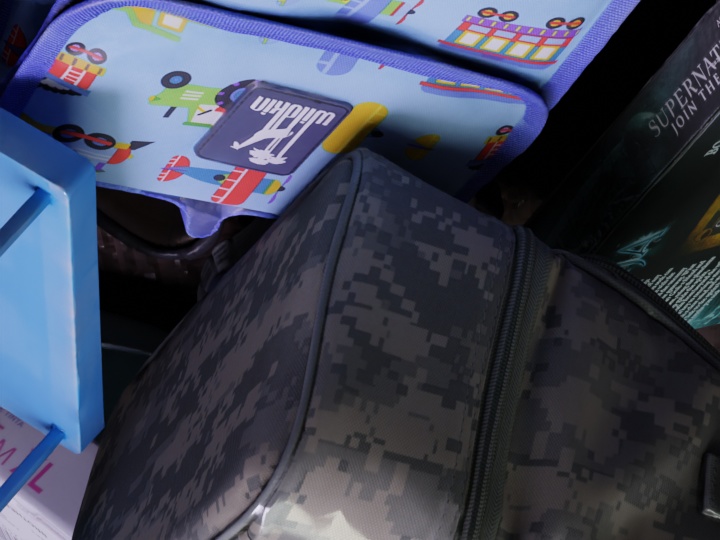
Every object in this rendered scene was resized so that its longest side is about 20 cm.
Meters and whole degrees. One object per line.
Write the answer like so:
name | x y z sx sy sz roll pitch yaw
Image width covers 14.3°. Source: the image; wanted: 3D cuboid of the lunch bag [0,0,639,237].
lunch bag | -0.017 -0.082 0.794 0.150 0.094 0.200 7 139 -23

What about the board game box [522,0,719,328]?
board game box | 0.126 -0.037 0.916 0.135 0.028 0.200 -11 154 -36

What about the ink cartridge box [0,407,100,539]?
ink cartridge box | -0.090 0.119 1.039 0.042 0.119 0.200 -44 151 -21

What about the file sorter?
file sorter | -0.188 0.001 0.817 0.200 0.123 0.139 30 150 15

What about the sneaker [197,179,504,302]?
sneaker | 0.000 0.000 0.950 0.087 0.075 0.200 2 138 -22

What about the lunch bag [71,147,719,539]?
lunch bag | 0.018 0.080 0.849 0.167 0.140 0.200 26 142 -15

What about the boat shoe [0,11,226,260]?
boat shoe | -0.095 -0.072 0.856 0.074 0.061 0.200 -14 145 17

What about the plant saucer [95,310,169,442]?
plant saucer | -0.124 0.065 1.081 0.199 0.036 0.200 -3 147 -2
